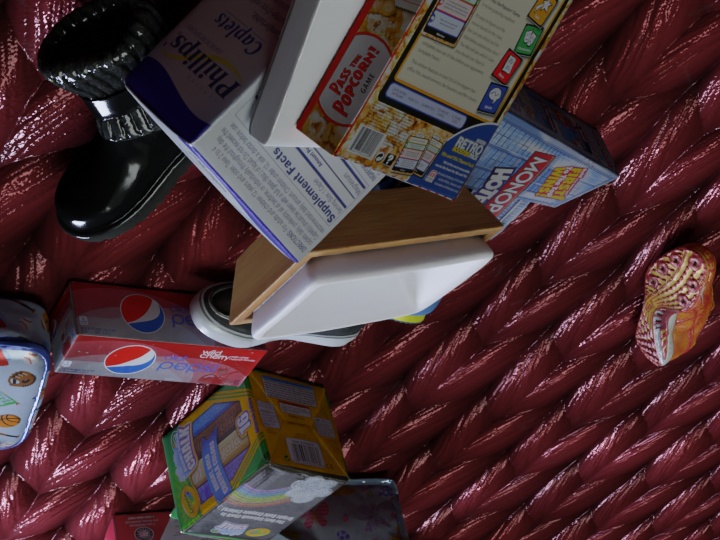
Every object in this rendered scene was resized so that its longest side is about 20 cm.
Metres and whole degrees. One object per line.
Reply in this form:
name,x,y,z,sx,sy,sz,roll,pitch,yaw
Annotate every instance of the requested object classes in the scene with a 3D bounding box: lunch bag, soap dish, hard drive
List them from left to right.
lunch bag,-0.384,0.103,1.423,0.160,0.076,0.200,4,140,-24
lunch bag,-0.062,0.346,1.861,0.199,0.127,0.170,6,139,-19
soap dish,0.000,-0.011,1.291,0.200,0.081,0.157,-8,161,-32
hard drive,0.020,-0.149,1.077,0.200,0.026,0.132,-3,123,-46

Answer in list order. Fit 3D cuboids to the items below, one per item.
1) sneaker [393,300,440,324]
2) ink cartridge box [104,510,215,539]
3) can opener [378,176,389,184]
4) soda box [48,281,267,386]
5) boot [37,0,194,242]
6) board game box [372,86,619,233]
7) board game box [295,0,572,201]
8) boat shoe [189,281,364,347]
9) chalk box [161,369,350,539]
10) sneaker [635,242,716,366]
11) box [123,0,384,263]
sneaker,0.000,0.000,1.453,0.200,0.066,0.079,8,130,-33
ink cartridge box,-0.219,0.394,1.790,0.146,0.200,0.083,0,143,-22
can opener,-0.023,-0.075,1.341,0.079,0.063,0.200,-27,166,-35
soda box,-0.196,0.063,1.452,0.200,0.064,0.070,7,140,-32
boot,-0.201,-0.120,1.174,0.211,0.080,0.158,-41,147,15
board game box,0.124,-0.092,1.372,0.200,0.062,0.200,10,138,-33
board game box,0.062,-0.158,1.053,0.151,0.046,0.200,17,108,-52
boat shoe,-0.073,0.034,1.465,0.200,0.069,0.057,5,144,-40
chalk box,-0.130,0.217,1.649,0.124,0.124,0.200,18,134,-42
sneaker,0.355,0.027,1.650,0.077,0.073,0.200,-30,155,-21
box,-0.044,-0.140,1.132,0.200,0.105,0.184,-46,144,-4
